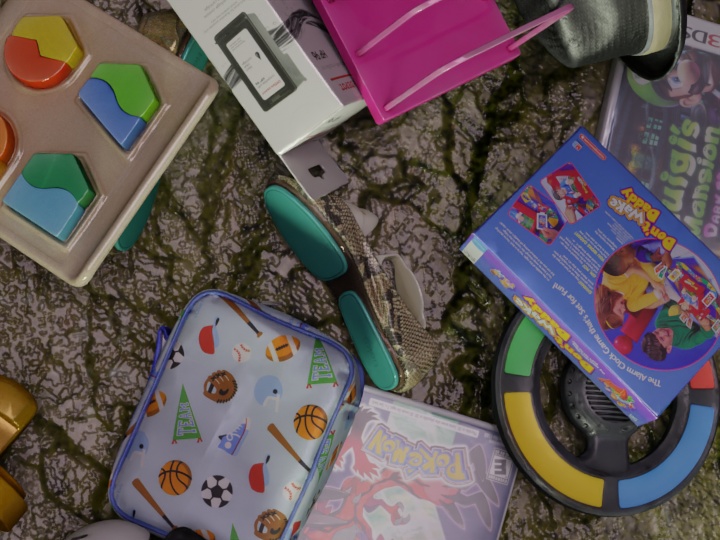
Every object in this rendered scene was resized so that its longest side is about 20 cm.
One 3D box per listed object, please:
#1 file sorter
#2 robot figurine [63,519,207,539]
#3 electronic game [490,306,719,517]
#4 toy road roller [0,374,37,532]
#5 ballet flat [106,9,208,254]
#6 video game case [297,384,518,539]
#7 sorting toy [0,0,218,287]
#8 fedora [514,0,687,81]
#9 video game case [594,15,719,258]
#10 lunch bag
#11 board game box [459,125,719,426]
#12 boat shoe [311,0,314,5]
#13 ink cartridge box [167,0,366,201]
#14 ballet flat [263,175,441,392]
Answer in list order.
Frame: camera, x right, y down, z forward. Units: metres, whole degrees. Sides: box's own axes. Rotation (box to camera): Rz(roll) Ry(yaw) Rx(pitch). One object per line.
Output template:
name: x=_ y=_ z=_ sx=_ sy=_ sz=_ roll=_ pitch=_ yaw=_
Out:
file sorter: x=0.045 y=-0.239 z=0.993 sx=0.139 sy=0.125 sz=0.200 roll=-28 pitch=92 yaw=-25
robot figurine: x=-0.146 y=0.267 z=0.968 sx=0.200 sy=0.125 sz=0.150 roll=39 pitch=69 yaw=-6
electronic game: x=0.200 y=0.097 z=1.090 sx=0.200 sy=0.042 sz=0.200 roll=3 pitch=79 yaw=-15
toy road roller: x=-0.326 y=0.119 z=0.976 sx=0.200 sy=0.123 sz=0.146 roll=40 pitch=66 yaw=-5
ballet flat: x=-0.176 y=-0.111 z=1.048 sx=0.071 sy=0.071 sz=0.200 roll=21 pitch=83 yaw=-7
video game case: x=0.014 y=0.189 z=1.071 sx=0.200 sy=0.023 sz=0.182 roll=18 pitch=83 yaw=-8
sorting toy: x=-0.231 y=-0.112 z=1.006 sx=0.200 sy=0.036 sz=0.185 roll=32 pitch=84 yaw=18
fedora: x=0.170 y=-0.231 z=1.053 sx=0.092 sy=0.201 sz=0.201 roll=-21 pitch=89 yaw=-8
video game case: x=0.290 y=-0.111 z=1.142 sx=0.182 sy=0.023 sz=0.200 roll=15 pitch=83 yaw=-8
lunch bag: x=-0.095 y=0.116 z=1.022 sx=0.160 sy=0.076 sz=0.200 roll=23 pitch=84 yaw=10
board game box: x=0.197 y=0.003 z=1.068 sx=0.200 sy=0.045 sz=0.134 roll=45 pitch=73 yaw=4
boat shoe: x=-0.010 y=-0.252 z=1.080 sx=0.072 sy=0.069 sz=0.200 roll=-9 pitch=87 yaw=-10
ink cartridge box: x=-0.056 y=-0.159 z=1.033 sx=0.068 sy=0.116 sz=0.200 roll=-35 pitch=92 yaw=18
ballet flat: x=0.000 y=0.000 z=1.071 sx=0.075 sy=0.068 sz=0.200 roll=-36 pitch=98 yaw=-32
